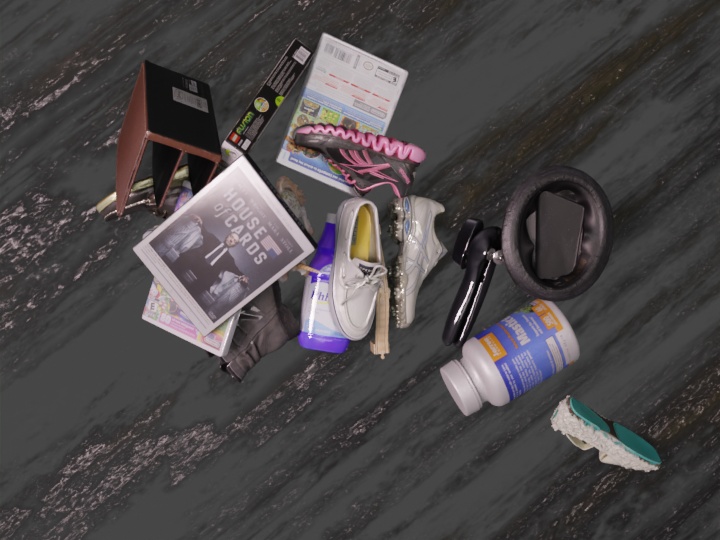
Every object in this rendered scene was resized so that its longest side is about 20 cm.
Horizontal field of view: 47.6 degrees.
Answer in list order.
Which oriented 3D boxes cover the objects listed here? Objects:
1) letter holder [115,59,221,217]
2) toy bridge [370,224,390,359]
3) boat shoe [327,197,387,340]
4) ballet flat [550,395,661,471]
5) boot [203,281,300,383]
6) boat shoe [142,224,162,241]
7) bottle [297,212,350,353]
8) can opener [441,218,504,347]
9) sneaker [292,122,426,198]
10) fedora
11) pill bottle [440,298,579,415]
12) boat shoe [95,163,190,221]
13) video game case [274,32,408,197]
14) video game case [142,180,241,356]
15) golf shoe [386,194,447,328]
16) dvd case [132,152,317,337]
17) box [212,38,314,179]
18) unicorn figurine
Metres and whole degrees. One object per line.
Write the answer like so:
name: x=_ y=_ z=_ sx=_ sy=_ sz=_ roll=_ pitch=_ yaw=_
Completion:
letter holder: x=-0.267 y=-0.163 z=1.107 sx=0.099 sy=0.202 sz=0.143 roll=16 pitch=122 yaw=-27
toy bridge: x=0.027 y=0.033 z=1.235 sx=0.027 sy=0.067 sz=0.205 roll=-5 pitch=95 yaw=-9
boat shoe: x=0.004 y=-0.001 z=1.156 sx=0.073 sy=0.086 sz=0.207 roll=3 pitch=92 yaw=-24
ballet flat: x=0.392 y=0.273 z=1.324 sx=0.198 sy=0.072 sz=0.073 roll=33 pitch=89 yaw=-8
boot: x=-0.174 y=0.056 z=1.146 sx=0.131 sy=0.069 sz=0.202 roll=-36 pitch=118 yaw=-21
boat shoe: x=-0.218 y=-0.053 z=1.196 sx=0.196 sy=0.072 sz=0.063 roll=1 pitch=72 yaw=-14
bottle: x=-0.043 y=0.018 z=1.223 sx=0.082 sy=0.065 sz=0.205 roll=9 pitch=93 yaw=-9
can opener: x=0.174 y=0.024 z=1.265 sx=0.062 sy=0.078 sz=0.204 roll=7 pitch=101 yaw=-32
sneaker: x=-0.006 y=-0.156 z=1.183 sx=0.196 sy=0.079 sz=0.097 roll=13 pitch=105 yaw=-8
fedora: x=0.291 y=-0.056 z=1.257 sx=0.196 sy=0.092 sz=0.205 roll=0 pitch=92 yaw=-10
pill bottle: x=0.226 y=0.136 z=1.252 sx=0.198 sy=0.112 sz=0.114 roll=-29 pitch=99 yaw=-6
boat shoe: x=-0.277 y=-0.106 z=1.172 sx=0.198 sy=0.072 sz=0.067 roll=-23 pitch=93 yaw=-11
video game case: x=-0.028 y=-0.230 z=1.221 sx=0.141 sy=0.018 sz=0.204 roll=21 pitch=91 yaw=-11
video game case: x=-0.212 y=-0.004 z=1.112 sx=0.141 sy=0.018 sz=0.204 roll=21 pitch=96 yaw=22
golf shoe: x=0.090 y=-0.012 z=1.240 sx=0.095 sy=0.078 sz=0.205 roll=1 pitch=96 yaw=-15
dvd case: x=-0.174 y=-0.030 z=1.048 sx=0.199 sy=0.025 sz=0.151 roll=-36 pitch=98 yaw=16
box: x=-0.138 y=-0.215 z=1.125 sx=0.034 sy=0.110 sz=0.202 roll=33 pitch=61 yaw=-11
unicorn figurine: x=-0.101 y=-0.043 z=1.148 sx=0.072 sy=0.138 sz=0.203 roll=-18 pitch=64 yaw=2
